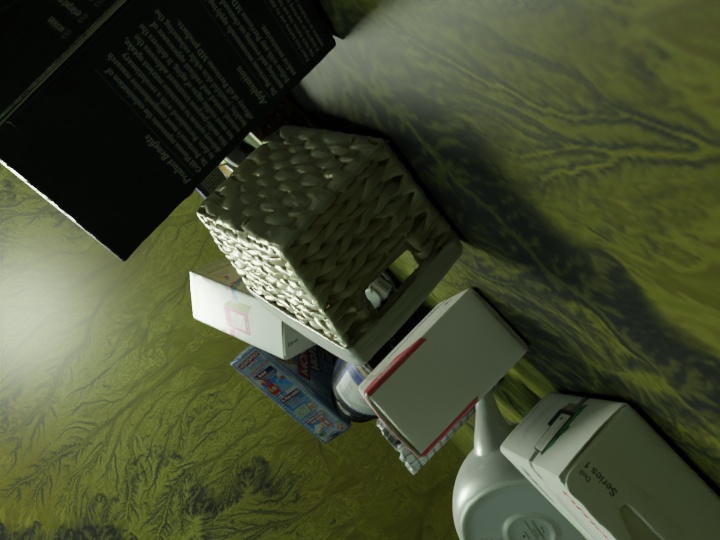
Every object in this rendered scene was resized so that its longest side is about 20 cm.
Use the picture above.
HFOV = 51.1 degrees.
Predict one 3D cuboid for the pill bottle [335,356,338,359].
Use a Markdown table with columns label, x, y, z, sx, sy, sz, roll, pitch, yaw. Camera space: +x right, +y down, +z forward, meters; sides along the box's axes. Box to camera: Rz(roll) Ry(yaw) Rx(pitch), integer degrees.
| label | x | y | z | sx | sy | sz | roll | pitch | yaw |
| --- | --- | --- | --- | --- | --- | --- | --- | --- | --- |
| pill bottle | -0.011 | 0.083 | 1.211 | 0.202 | 0.111 | 0.112 | 56 | 173 | -2 |

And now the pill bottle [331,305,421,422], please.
| label | x | y | z | sx | sy | sz | roll | pitch | yaw |
| --- | --- | --- | --- | --- | --- | --- | --- | --- | --- |
| pill bottle | 0.020 | 0.142 | 1.065 | 0.112 | 0.112 | 0.201 | 44 | 148 | 10 |

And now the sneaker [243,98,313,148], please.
| label | x | y | z | sx | sy | sz | roll | pitch | yaw |
| --- | --- | --- | --- | --- | --- | --- | --- | --- | --- |
| sneaker | -0.131 | -0.180 | 0.700 | 0.200 | 0.067 | 0.089 | 47 | 168 | -32 |

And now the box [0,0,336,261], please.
| label | x | y | z | sx | sy | sz | roll | pitch | yaw |
| --- | --- | --- | --- | --- | --- | --- | --- | --- | --- |
| box | -0.158 | -0.152 | 0.489 | 0.200 | 0.197 | 0.124 | 40 | 172 | 41 |

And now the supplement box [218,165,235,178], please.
| label | x | y | z | sx | sy | sz | roll | pitch | yaw |
| --- | --- | --- | --- | --- | --- | --- | --- | --- | --- |
| supplement box | -0.122 | -0.117 | 1.004 | 0.126 | 0.074 | 0.201 | 41 | 171 | 31 |

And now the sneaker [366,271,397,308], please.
| label | x | y | z | sx | sy | sz | roll | pitch | yaw |
| --- | --- | --- | --- | --- | --- | --- | --- | --- | --- |
| sneaker | 0.000 | 0.000 | 1.033 | 0.086 | 0.075 | 0.200 | 19 | 161 | 49 |

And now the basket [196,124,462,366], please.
| label | x | y | z | sx | sy | sz | roll | pitch | yaw |
| --- | --- | --- | --- | --- | --- | --- | --- | --- | --- |
| basket | -0.036 | -0.033 | 0.635 | 0.124 | 0.136 | 0.199 | 52 | 164 | -30 |

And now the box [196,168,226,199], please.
| label | x | y | z | sx | sy | sz | roll | pitch | yaw |
| --- | --- | --- | --- | --- | --- | --- | --- | --- | --- |
| box | -0.192 | -0.114 | 1.330 | 0.200 | 0.104 | 0.148 | 41 | 173 | 31 |

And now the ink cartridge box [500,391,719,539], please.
| label | x | y | z | sx | sy | sz | roll | pitch | yaw |
| --- | --- | --- | --- | --- | --- | --- | --- | --- | --- |
| ink cartridge box | 0.217 | 0.188 | 0.651 | 0.146 | 0.084 | 0.200 | 45 | 173 | 2 |

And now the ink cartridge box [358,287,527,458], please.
| label | x | y | z | sx | sy | sz | roll | pitch | yaw |
| --- | --- | --- | --- | --- | --- | --- | --- | --- | --- |
| ink cartridge box | 0.074 | 0.105 | 0.781 | 0.083 | 0.146 | 0.200 | 45 | 173 | 3 |

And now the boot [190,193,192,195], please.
| label | x | y | z | sx | sy | sz | roll | pitch | yaw |
| --- | --- | --- | --- | --- | --- | --- | --- | --- | --- |
| boot | -0.234 | -0.195 | 0.920 | 0.063 | 0.191 | 0.200 | 1 | 175 | -5 |

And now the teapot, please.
| label | x | y | z | sx | sy | sz | roll | pitch | yaw |
| --- | --- | --- | --- | --- | --- | --- | --- | --- | --- |
| teapot | 0.204 | 0.257 | 0.895 | 0.193 | 0.203 | 0.147 | 12 | -148 | 4 |

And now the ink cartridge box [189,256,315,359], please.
| label | x | y | z | sx | sy | sz | roll | pitch | yaw |
| --- | --- | --- | --- | --- | --- | --- | --- | --- | --- |
| ink cartridge box | -0.132 | 0.040 | 1.106 | 0.198 | 0.144 | 0.086 | 19 | 120 | 35 |

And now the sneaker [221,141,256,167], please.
| label | x | y | z | sx | sy | sz | roll | pitch | yaw |
| --- | --- | --- | --- | --- | --- | --- | --- | --- | --- |
| sneaker | -0.148 | -0.135 | 0.833 | 0.072 | 0.083 | 0.201 | 45 | -169 | -19 |

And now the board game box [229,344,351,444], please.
| label | x | y | z | sx | sy | sz | roll | pitch | yaw |
| --- | --- | --- | --- | --- | --- | --- | --- | --- | --- |
| board game box | -0.108 | 0.135 | 1.167 | 0.199 | 0.061 | 0.202 | 38 | -151 | -34 |

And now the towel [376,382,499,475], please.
| label | x | y | z | sx | sy | sz | roll | pitch | yaw |
| --- | --- | --- | --- | --- | --- | --- | --- | --- | --- |
| towel | 0.102 | 0.186 | 1.023 | 0.086 | 0.165 | 0.200 | 45 | 172 | 14 |
